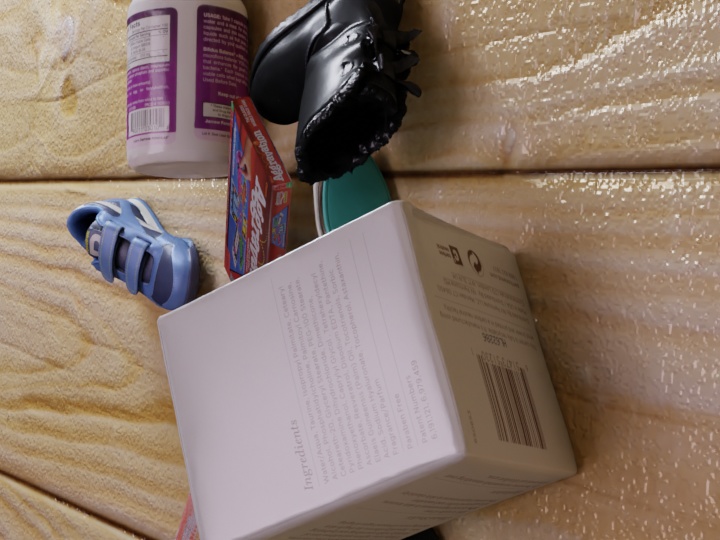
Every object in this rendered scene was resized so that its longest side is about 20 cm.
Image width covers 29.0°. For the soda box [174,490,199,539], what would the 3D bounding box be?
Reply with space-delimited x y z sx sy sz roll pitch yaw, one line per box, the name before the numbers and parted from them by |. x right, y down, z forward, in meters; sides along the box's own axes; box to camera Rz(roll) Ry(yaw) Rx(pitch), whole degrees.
soda box | -0.093 0.160 1.148 0.068 0.064 0.202 21 102 13

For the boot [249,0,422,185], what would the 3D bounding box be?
boot | -0.027 -0.134 1.066 0.198 0.073 0.164 -41 34 39

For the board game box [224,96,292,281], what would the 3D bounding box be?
board game box | -0.088 -0.036 1.169 0.201 0.019 0.103 98 151 -47

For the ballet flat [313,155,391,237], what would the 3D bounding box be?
ballet flat | 0.000 0.000 1.070 0.069 0.069 0.202 -42 57 45

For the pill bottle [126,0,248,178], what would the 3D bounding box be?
pill bottle | -0.156 -0.191 1.259 0.112 0.111 0.203 -7 81 54

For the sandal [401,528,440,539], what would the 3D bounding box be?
sandal | 0.014 0.160 1.026 0.201 0.075 0.048 54 141 31

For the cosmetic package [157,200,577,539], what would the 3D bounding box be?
cosmetic package | 0.003 0.082 0.910 0.198 0.167 0.168 -25 68 25

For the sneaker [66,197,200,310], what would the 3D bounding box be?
sneaker | -0.223 -0.014 1.367 0.199 0.082 0.075 33 113 49
